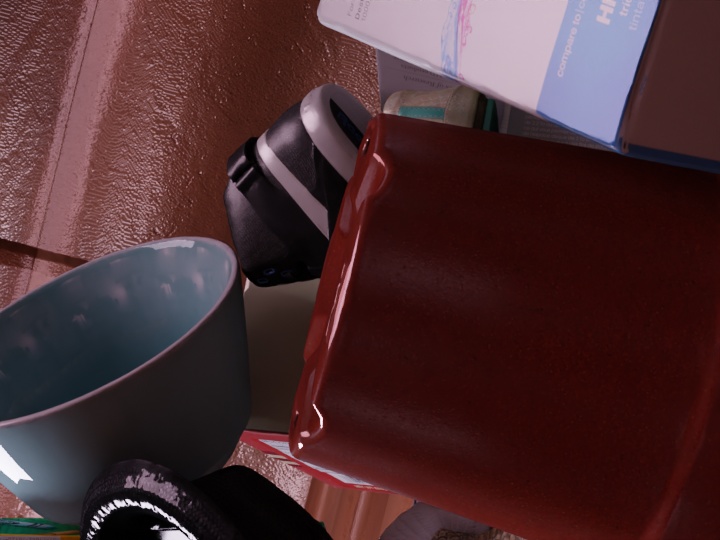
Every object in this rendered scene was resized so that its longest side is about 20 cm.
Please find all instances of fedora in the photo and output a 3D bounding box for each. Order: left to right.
[{"bbox_3d":[-0.064,0.181,1.142,0.091,0.200,0.201,-29,-30,-39],"label":"fedora"}]

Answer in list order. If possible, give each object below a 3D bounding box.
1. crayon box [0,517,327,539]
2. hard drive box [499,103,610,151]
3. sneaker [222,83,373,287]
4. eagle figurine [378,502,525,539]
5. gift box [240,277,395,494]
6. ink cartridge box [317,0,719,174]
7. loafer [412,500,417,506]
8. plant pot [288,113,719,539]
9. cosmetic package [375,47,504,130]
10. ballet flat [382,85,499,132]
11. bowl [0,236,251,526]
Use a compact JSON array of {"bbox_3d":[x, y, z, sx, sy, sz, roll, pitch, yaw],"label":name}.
[{"bbox_3d":[-0.120,0.209,1.231,0.058,0.199,0.120,-150,62,-84],"label":"crayon box"},{"bbox_3d":[0.128,-0.099,1.132,0.156,0.076,0.201,68,-149,-68],"label":"hard drive box"},{"bbox_3d":[0.000,0.000,1.200,0.112,0.200,0.073,-32,6,29],"label":"sneaker"},{"bbox_3d":[0.068,0.168,1.077,0.200,0.150,0.152,90,-160,-59],"label":"eagle figurine"},{"bbox_3d":[0.029,0.041,1.336,0.200,0.184,0.188,37,-119,-61],"label":"gift box"},{"bbox_3d":[0.099,-0.103,0.832,0.200,0.144,0.085,28,107,50],"label":"ink cartridge box"},{"bbox_3d":[0.070,0.150,1.523,0.063,0.072,0.201,-44,31,41],"label":"loafer"},{"bbox_3d":[0.080,0.029,0.873,0.201,0.194,0.202,-165,90,-85],"label":"plant pot"},{"bbox_3d":[0.058,-0.135,1.176,0.201,0.071,0.102,84,-152,-49],"label":"cosmetic package"},{"bbox_3d":[0.049,-0.050,1.120,0.200,0.062,0.068,68,-150,-66],"label":"ballet flat"},{"bbox_3d":[-0.143,0.076,1.223,0.201,0.200,0.105,-86,-27,-66],"label":"bowl"}]
